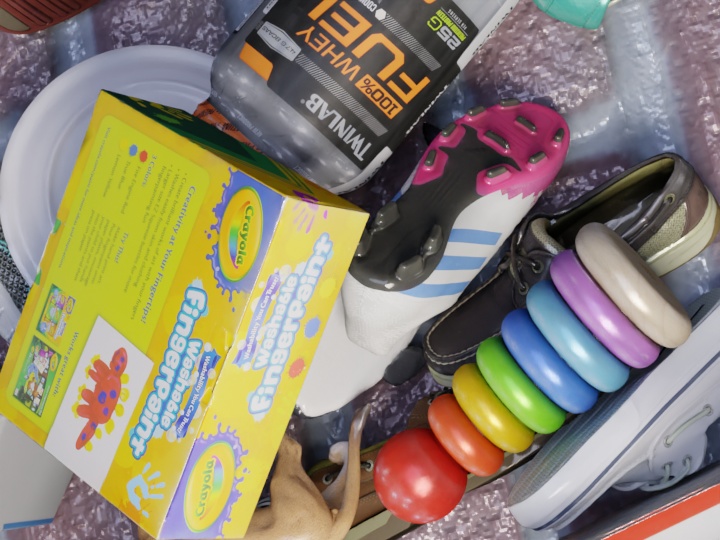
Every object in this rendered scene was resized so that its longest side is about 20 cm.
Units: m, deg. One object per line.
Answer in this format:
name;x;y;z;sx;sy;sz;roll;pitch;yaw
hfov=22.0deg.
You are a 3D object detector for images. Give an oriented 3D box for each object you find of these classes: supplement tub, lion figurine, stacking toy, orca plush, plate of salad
supplement tub;-0.006;-0.134;1.122;0.122;0.123;0.200;40;91;15
lion figurine;-0.071;0.158;1.065;0.199;0.073;0.123;-30;36;12
stacking toy;0.088;0.068;1.045;0.200;0.085;0.085;-43;75;12
orca plush;0.000;0.000;1.143;0.071;0.105;0.201;11;75;55
plate of salad;-0.130;-0.046;1.183;0.199;0.048;0.201;2;75;-9

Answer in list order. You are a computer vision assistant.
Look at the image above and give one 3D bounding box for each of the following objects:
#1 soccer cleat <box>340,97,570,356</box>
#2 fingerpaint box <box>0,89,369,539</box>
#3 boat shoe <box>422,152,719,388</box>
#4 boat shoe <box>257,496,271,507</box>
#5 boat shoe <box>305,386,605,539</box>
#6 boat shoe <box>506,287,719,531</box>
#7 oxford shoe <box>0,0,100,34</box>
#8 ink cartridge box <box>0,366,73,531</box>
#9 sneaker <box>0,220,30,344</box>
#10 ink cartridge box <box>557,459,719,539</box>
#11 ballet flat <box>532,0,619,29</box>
soccer cleat;0.052;-0.028;1.101;0.070;0.087;0.200;32;51;22
fingerpaint box;-0.105;0.024;1.041;0.167;0.073;0.201;30;104;39
boat shoe;0.116;-0.005;1.102;0.199;0.065;0.073;-34;38;3
boat shoe;-0.099;0.227;1.120;0.071;0.091;0.201;33;101;35
boat shoe;0.054;0.103;1.116;0.199;0.072;0.068;-31;79;11
boat shoe;0.169;0.090;1.047;0.200;0.074;0.067;-41;94;-24
oxford shoe;-0.178;-0.241;1.229;0.200;0.070;0.075;-42;49;10
ink cartridge box;-0.291;0.087;1.176;0.199;0.144;0.085;26;93;16
sneaker;-0.192;0.015;1.196;0.091;0.078;0.200;-44;79;0
ink cartridge box;0.173;0.144;1.011;0.162;0.200;0.057;-28;87;11
ballet flat;0.183;-0.227;1.124;0.070;0.067;0.200;39;96;-9
